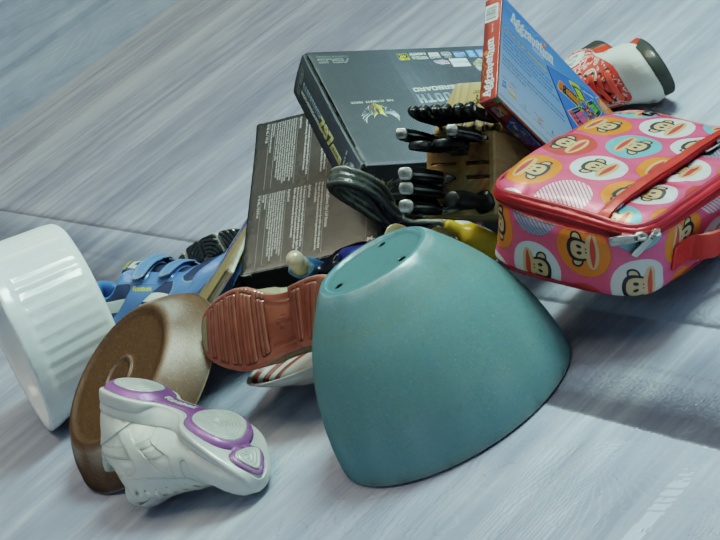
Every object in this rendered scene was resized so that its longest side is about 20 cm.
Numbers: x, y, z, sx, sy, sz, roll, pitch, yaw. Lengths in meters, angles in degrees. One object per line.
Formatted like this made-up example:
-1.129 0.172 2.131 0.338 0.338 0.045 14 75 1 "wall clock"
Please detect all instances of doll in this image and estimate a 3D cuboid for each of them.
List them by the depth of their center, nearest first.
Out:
0.000 0.000 1.565 0.135 0.049 0.200 5 -12 -24 "doll"

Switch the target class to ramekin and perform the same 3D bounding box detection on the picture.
-0.314 0.051 1.851 0.097 0.202 0.200 -26 16 -16 "ramekin"

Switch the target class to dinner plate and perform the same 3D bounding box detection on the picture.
-0.006 0.058 1.574 0.199 0.024 0.200 -26 8 4 "dinner plate"

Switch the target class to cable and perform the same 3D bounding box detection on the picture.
0.044 -0.047 1.579 0.097 0.199 0.051 1 63 58 "cable"

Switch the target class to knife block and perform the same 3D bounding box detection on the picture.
0.095 -0.065 1.501 0.063 0.201 0.176 0 45 29 "knife block"

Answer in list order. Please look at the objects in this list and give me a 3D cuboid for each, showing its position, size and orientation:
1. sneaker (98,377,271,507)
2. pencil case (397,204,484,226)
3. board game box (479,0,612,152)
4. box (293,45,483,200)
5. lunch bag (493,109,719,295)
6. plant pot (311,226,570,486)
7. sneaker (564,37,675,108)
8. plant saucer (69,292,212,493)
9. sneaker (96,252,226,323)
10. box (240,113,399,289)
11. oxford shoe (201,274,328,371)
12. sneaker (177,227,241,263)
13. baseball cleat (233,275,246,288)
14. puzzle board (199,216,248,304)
-0.146 0.158 1.514 0.074 0.101 0.199 -2 16 -44 "sneaker"
0.085 -0.081 1.724 0.083 0.086 0.200 -53 9 30 "pencil case"
0.161 -0.132 1.523 0.019 0.200 0.104 -15 54 33 "board game box"
0.057 -0.135 1.650 0.198 0.051 0.158 -5 47 -24 "box"
0.215 -0.050 1.389 0.175 0.083 0.199 18 35 37 "lunch bag"
0.040 0.048 1.385 0.199 0.135 0.200 -28 18 10 "plant pot"
0.228 -0.174 1.791 0.108 0.068 0.201 -34 15 -6 "sneaker"
-0.207 0.102 1.652 0.200 0.037 0.201 -37 36 33 "plant saucer"
-0.205 0.018 1.894 0.199 0.083 0.074 -26 -2 31 "sneaker"
-0.029 -0.061 1.729 0.140 0.079 0.201 -14 46 19 "box"
-0.057 0.046 1.539 0.073 0.072 0.199 -1 -6 -44 "oxford shoe"
-0.099 -0.019 1.921 0.199 0.078 0.080 -20 1 17 "sneaker"
-0.039 -0.003 1.786 0.199 0.070 0.107 -31 33 9 "baseball cleat"
-0.155 0.045 1.754 0.201 0.017 0.151 -56 7 25 "puzzle board"
